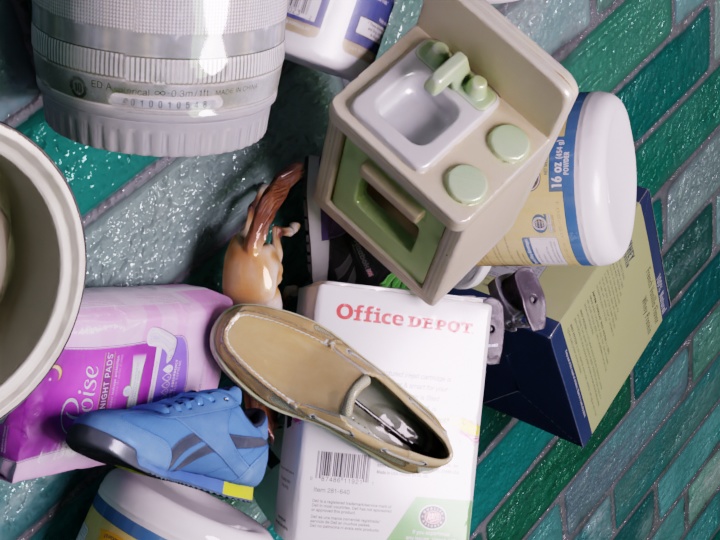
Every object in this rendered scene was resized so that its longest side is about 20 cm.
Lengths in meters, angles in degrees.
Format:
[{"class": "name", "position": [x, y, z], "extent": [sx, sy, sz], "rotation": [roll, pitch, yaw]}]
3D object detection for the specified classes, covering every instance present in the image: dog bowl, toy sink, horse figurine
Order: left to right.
[{"class": "dog bowl", "position": [-0.264, -0.001, 0.803], "extent": [0.199, 0.073, 0.203], "rotation": [-17, 116, -39]}, {"class": "horse figurine", "position": [-0.075, 0.017, 1.069], "extent": [0.133, 0.049, 0.202], "rotation": [-67, 162, -59]}, {"class": "toy sink", "position": [0.052, -0.087, 0.980], "extent": [0.112, 0.130, 0.200], "rotation": [-43, 168, -25]}]

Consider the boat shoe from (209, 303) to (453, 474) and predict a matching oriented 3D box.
[{"class": "boat shoe", "position": [-0.015, 0.084, 0.990], "extent": [0.198, 0.076, 0.072], "rotation": [28, 81, -13]}]

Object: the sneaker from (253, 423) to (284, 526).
[{"class": "sneaker", "position": [-0.016, 0.139, 1.185], "extent": [0.199, 0.118, 0.074], "rotation": [-34, 125, -19]}]

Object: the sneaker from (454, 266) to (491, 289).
[{"class": "sneaker", "position": [0.140, -0.081, 1.313], "extent": [0.115, 0.073, 0.203], "rotation": [0, 103, -49]}]

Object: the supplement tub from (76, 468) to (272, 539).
[{"class": "supplement tub", "position": [-0.164, 0.266, 1.025], "extent": [0.144, 0.144, 0.202], "rotation": [29, 84, -55]}]

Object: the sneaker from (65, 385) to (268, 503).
[{"class": "sneaker", "position": [-0.129, 0.109, 0.948], "extent": [0.200, 0.065, 0.079], "rotation": [29, 75, -57]}]

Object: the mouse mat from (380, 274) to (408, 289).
[{"class": "mouse mat", "position": [0.052, 0.001, 1.307], "extent": [0.199, 0.007, 0.163], "rotation": [-22, 125, -45]}]

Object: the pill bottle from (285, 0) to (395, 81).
[{"class": "pill bottle", "position": [-0.014, -0.249, 0.992], "extent": [0.111, 0.110, 0.202], "rotation": [13, 97, -55]}]

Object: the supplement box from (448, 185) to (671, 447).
[{"class": "supplement box", "position": [0.208, 0.031, 1.417], "extent": [0.200, 0.133, 0.201], "rotation": [-53, 143, -23]}]

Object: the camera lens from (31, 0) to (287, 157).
[{"class": "camera lens", "position": [-0.121, -0.188, 0.838], "extent": [0.159, 0.159, 0.203], "rotation": [-19, 123, -47]}]

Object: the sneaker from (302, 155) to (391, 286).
[{"class": "sneaker", "position": [0.000, 0.000, 1.143], "extent": [0.076, 0.086, 0.202], "rotation": [-90, 178, -58]}]

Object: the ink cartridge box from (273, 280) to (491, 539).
[{"class": "ink cartridge box", "position": [0.016, 0.116, 1.082], "extent": [0.143, 0.084, 0.203], "rotation": [7, 87, -14]}]

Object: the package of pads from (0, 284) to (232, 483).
[{"class": "package of pads", "position": [-0.183, 0.073, 0.971], "extent": [0.199, 0.075, 0.122], "rotation": [-2, 106, -53]}]

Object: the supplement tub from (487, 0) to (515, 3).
[{"class": "supplement tub", "position": [0.104, -0.330, 1.082], "extent": [0.140, 0.139, 0.202], "rotation": [-43, 138, -30]}]

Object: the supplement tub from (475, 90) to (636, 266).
[{"class": "supplement tub", "position": [0.126, -0.076, 1.170], "extent": [0.144, 0.198, 0.147], "rotation": [0, 90, -67]}]

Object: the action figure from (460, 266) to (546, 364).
[{"class": "action figure", "position": [0.084, 0.046, 1.224], "extent": [0.129, 0.200, 0.070], "rotation": [-17, 92, -24]}]
